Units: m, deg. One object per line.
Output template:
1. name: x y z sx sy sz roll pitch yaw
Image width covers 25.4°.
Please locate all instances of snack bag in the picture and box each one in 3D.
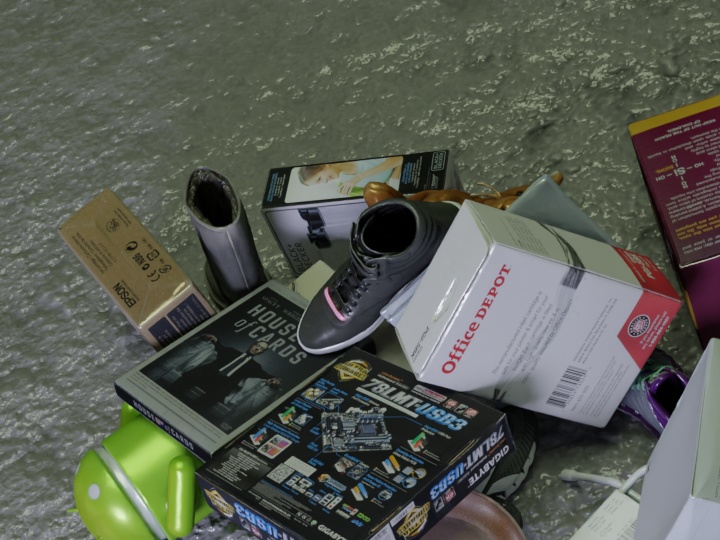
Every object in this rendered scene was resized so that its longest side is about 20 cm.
1. snack bag: 0.147 0.022 1.439 0.200 0.188 0.021 -44 33 12

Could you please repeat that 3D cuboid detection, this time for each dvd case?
1. dvd case: -0.107 0.092 1.492 0.200 0.025 0.150 -34 45 -29

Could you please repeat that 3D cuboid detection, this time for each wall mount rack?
1. wall mount rack: 0.192 0.238 1.347 0.200 0.075 0.174 -43 51 -18

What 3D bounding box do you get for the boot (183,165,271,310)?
1. boot: -0.141 -0.026 1.632 0.073 0.200 0.182 -36 44 -8

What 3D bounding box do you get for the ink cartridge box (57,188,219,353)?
1. ink cartridge box: -0.206 0.031 1.633 0.075 0.165 0.200 -40 46 -7

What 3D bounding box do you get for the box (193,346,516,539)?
1. box: -0.006 0.163 1.357 0.198 0.050 0.200 -37 38 -28

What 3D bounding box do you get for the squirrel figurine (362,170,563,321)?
1. squirrel figurine: 0.132 -0.027 1.523 0.186 0.200 0.142 -22 63 37

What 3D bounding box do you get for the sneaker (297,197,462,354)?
1. sneaker: 0.000 0.000 1.426 0.200 0.099 0.071 -40 65 18

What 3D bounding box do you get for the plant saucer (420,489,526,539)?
1. plant saucer: 0.046 0.265 1.300 0.200 0.032 0.201 -9 50 11

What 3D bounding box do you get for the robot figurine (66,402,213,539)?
1. robot figurine: -0.184 0.189 1.513 0.200 0.116 0.175 -35 31 -12

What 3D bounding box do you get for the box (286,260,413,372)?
1. box: 0.003 0.078 1.564 0.068 0.082 0.200 -39 45 -12

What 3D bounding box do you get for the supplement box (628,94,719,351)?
1. supplement box: 0.335 -0.046 1.505 0.103 0.131 0.200 -18 44 8

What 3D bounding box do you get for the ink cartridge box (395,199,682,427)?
1. ink cartridge box: 0.152 0.039 1.387 0.147 0.200 0.083 -62 28 23

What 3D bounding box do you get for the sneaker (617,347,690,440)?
1. sneaker: 0.265 0.097 1.430 0.074 0.088 0.200 -35 46 -11

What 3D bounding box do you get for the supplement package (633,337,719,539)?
1. supplement package: 0.327 0.184 1.208 0.199 0.191 0.147 15 53 4

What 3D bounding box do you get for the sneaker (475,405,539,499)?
1. sneaker: 0.085 0.183 1.425 0.200 0.091 0.066 -43 48 -18

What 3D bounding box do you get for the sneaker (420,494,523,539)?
1. sneaker: 0.055 0.265 1.369 0.200 0.077 0.076 -33 47 -7

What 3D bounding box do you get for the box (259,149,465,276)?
1. box: 0.009 -0.057 1.663 0.199 0.117 0.060 -4 50 18
